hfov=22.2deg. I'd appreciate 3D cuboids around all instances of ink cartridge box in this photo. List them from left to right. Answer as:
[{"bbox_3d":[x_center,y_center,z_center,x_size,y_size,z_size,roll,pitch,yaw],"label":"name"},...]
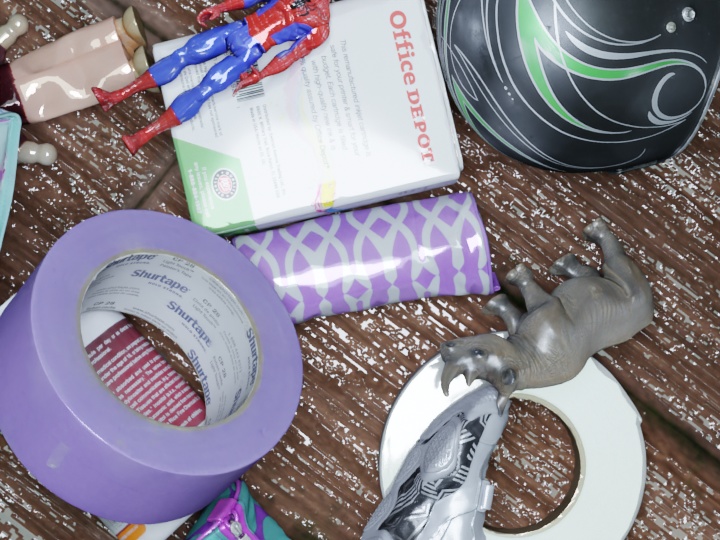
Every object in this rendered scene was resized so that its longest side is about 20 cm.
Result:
[{"bbox_3d":[-0.038,-0.113,1.352,0.200,0.084,0.145,-13,88,-1],"label":"ink cartridge box"}]

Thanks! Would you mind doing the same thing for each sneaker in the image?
[{"bbox_3d":[0.073,0.189,1.320,0.115,0.075,0.200,36,78,-12],"label":"sneaker"}]

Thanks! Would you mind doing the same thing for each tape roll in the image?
[{"bbox_3d":[-0.145,0.065,1.248,0.200,0.085,0.200,18,52,-24],"label":"tape roll"},{"bbox_3d":[0.113,0.144,1.373,0.203,0.037,0.203,0,89,0],"label":"tape roll"}]

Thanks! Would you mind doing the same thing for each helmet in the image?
[{"bbox_3d":[0.147,-0.170,1.306,0.191,0.200,0.200,10,89,-12],"label":"helmet"}]

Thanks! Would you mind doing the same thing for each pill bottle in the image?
[{"bbox_3d":[-0.186,0.099,1.332,0.113,0.113,0.200,-42,89,-1],"label":"pill bottle"}]

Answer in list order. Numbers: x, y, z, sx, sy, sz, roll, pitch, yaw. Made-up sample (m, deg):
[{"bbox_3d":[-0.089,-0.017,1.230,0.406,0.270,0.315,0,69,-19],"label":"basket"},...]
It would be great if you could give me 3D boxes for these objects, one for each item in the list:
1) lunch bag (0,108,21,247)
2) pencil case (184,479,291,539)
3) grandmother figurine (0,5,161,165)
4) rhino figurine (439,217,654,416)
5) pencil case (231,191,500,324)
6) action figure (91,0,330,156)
[{"bbox_3d":[-0.339,-0.034,1.293,0.170,0.122,0.200,24,113,33],"label":"lunch bag"},{"bbox_3d":[-0.050,0.250,1.341,0.200,0.092,0.085,45,67,-1],"label":"pencil case"},{"bbox_3d":[-0.252,-0.129,1.368,0.200,0.061,0.121,-17,62,2],"label":"grandmother figurine"},{"bbox_3d":[0.132,0.041,1.324,0.200,0.060,0.087,-30,67,-31],"label":"rhino figurine"},{"bbox_3d":[0.000,0.000,1.355,0.200,0.084,0.086,-11,124,1],"label":"pencil case"},{"bbox_3d":[-0.089,-0.155,1.290,0.200,0.052,0.065,-32,81,-5],"label":"action figure"}]
